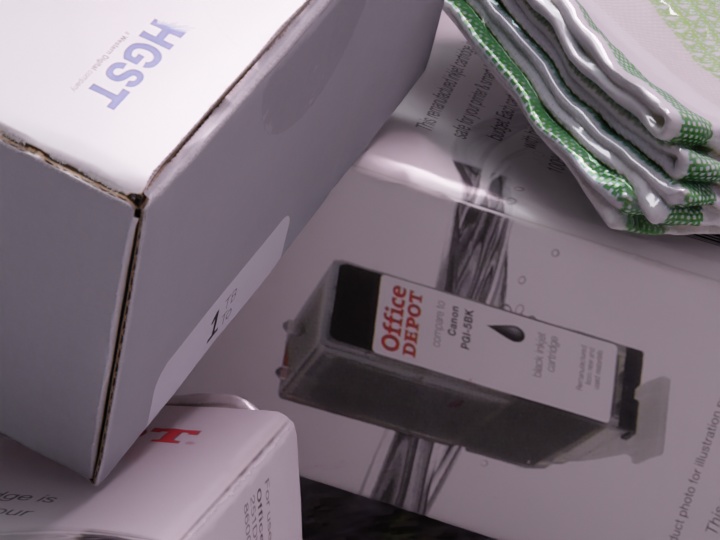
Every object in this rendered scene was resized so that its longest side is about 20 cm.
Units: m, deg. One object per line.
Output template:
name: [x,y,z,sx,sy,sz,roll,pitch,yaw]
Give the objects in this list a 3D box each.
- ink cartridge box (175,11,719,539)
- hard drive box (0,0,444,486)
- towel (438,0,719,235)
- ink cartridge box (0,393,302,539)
ink cartridge box: [0.044,0.001,0.687,0.199,0.083,0.147,18,21,4]
hard drive box: [-0.097,-0.069,0.574,0.199,0.077,0.156,26,44,12]
towel: [0.098,-0.066,0.683,0.199,0.031,0.149,-2,44,-41]
ink cartridge box: [-0.105,0.090,0.515,0.144,0.085,0.200,2,16,16]
